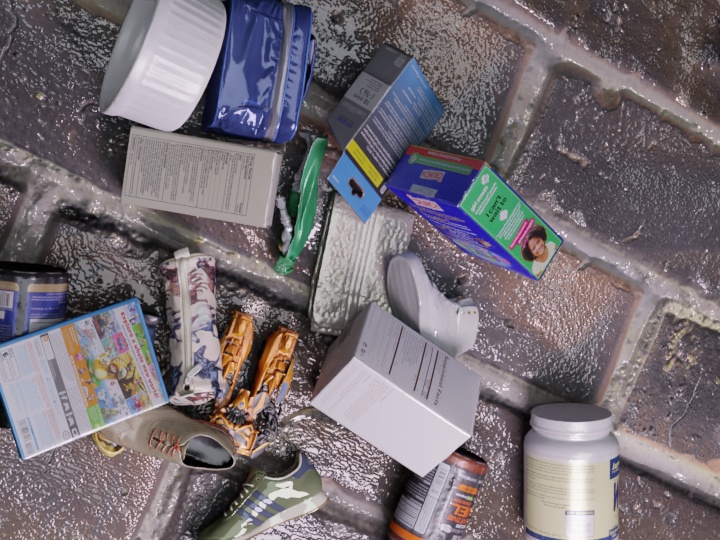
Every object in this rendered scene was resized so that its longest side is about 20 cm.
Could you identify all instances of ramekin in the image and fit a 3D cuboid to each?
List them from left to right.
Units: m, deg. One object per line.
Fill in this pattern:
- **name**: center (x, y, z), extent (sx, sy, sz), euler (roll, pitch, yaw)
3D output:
- **ramekin**: center (-0.249, -0.277, 1.370), extent (0.096, 0.200, 0.204), euler (21, 89, -25)

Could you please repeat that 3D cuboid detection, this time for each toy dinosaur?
- **toy dinosaur**: center (-0.030, 0.194, 1.544), extent (0.197, 0.047, 0.090), euler (15, 58, -33)

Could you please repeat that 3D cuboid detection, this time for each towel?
- **towel**: center (0.000, 0.000, 1.554), extent (0.130, 0.034, 0.204), euler (12, 91, -19)

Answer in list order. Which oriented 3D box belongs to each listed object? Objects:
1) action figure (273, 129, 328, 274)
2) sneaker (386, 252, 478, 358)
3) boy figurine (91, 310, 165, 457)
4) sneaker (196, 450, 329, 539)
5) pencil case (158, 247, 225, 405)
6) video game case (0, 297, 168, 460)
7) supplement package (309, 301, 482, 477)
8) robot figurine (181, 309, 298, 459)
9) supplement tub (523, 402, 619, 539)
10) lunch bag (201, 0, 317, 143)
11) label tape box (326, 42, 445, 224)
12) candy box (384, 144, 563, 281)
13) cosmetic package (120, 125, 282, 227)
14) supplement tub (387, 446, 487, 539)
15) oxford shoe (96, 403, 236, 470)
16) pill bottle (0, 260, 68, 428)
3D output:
- **action figure**: center (-0.086, -0.091, 1.494), extent (0.054, 0.118, 0.204), euler (15, 100, 6)
- **sneaker**: center (0.109, 0.046, 1.558), extent (0.115, 0.073, 0.203), euler (-31, 122, -29)
- **boy figurine**: center (-0.329, 0.150, 1.454), extent (0.122, 0.064, 0.204), euler (15, 88, -23)
- **sneaker**: center (-0.149, 0.322, 1.528), extent (0.197, 0.067, 0.091), euler (-21, 93, -14)
- **pencil case**: center (-0.226, 0.076, 1.443), extent (0.076, 0.089, 0.204), euler (-5, 80, -7)
- **video game case**: center (-0.353, 0.134, 1.360), extent (0.198, 0.018, 0.146), euler (-20, 97, -28)
- **supplement package**: center (0.051, 0.166, 1.494), extent (0.199, 0.121, 0.121), euler (35, 128, -12)
- **robot figurine**: center (-0.165, 0.166, 1.506), extent (0.143, 0.058, 0.203), euler (19, 90, -15)
- **supplement tub**: center (0.316, 0.312, 1.620), extent (0.142, 0.145, 0.204), euler (-3, 96, -16)
- **lunch bag**: center (-0.128, -0.272, 1.435), extent (0.130, 0.136, 0.204), euler (9, 92, -17)
- **label tape box**: center (0.019, -0.187, 1.485), extent (0.201, 0.063, 0.144), euler (-54, 148, -6)
- **candy box**: center (0.157, -0.082, 1.495), extent (0.199, 0.168, 0.078), euler (36, 83, -37)
- **cosmetic package**: center (-0.208, -0.123, 1.428), extent (0.196, 0.071, 0.107), euler (11, 94, 1)
- **supplement tub**: center (0.106, 0.354, 1.582), extent (0.106, 0.107, 0.203), euler (22, 89, -17)
- **oxford shoe**: center (-0.253, 0.216, 1.417), extent (0.197, 0.075, 0.072), euler (15, 92, -18)
- **pill bottle**: center (-0.439, 0.095, 1.389), extent (0.110, 0.112, 0.204), euler (5, 94, -17)
